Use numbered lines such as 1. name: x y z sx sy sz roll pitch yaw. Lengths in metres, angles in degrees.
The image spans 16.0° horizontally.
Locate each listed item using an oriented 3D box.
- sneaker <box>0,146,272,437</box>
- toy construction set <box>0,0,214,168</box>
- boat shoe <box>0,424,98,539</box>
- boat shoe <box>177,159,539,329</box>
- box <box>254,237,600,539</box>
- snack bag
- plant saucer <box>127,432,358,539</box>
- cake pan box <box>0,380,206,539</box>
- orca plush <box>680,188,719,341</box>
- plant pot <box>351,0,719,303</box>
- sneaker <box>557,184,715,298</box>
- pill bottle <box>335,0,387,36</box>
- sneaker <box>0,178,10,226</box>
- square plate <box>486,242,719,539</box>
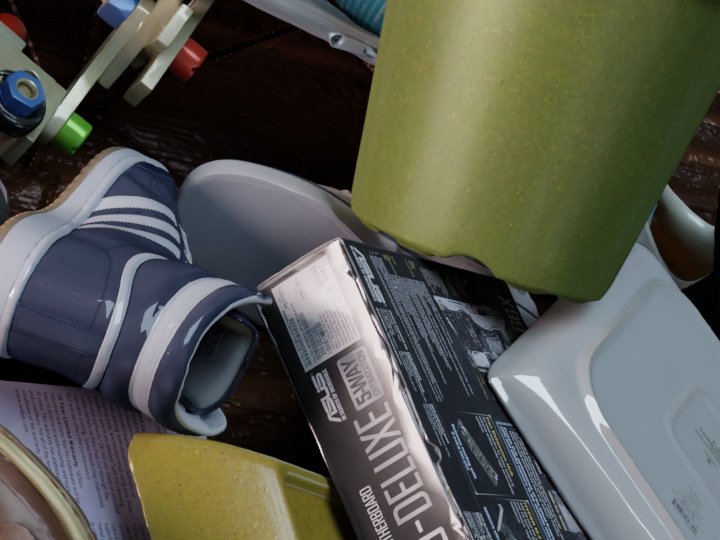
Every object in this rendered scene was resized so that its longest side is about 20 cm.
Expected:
1. sneaker: -0.084 0.009 1.059 0.108 0.071 0.200 22 17 7
2. toy construction set: -0.169 -0.120 1.142 0.199 0.092 0.131 28 41 -2
3. boat shoe: -0.128 0.121 0.900 0.200 0.072 0.068 50 39 2
4. boat shoe: 0.000 0.000 1.199 0.199 0.074 0.066 31 26 -20
5. box: 0.048 0.090 1.070 0.157 0.050 0.201 13 49 -60
6. snack bag: -0.090 -0.165 1.203 0.188 0.021 0.200 24 11 -33
7. plant saucer: 0.006 0.161 1.021 0.200 0.048 0.201 27 38 -53
8. cake pan box: -0.125 0.135 0.983 0.183 0.052 0.201 5 54 -35
9. orca plush: 0.188 0.020 1.267 0.071 0.201 0.106 2 49 13
10. plant pot: 0.083 -0.094 1.123 0.199 0.191 0.200 18 9 -3
11. sneaker: 0.105 -0.033 1.297 0.199 0.081 0.077 29 44 -15
12. pill bottle: 0.038 -0.158 1.261 0.200 0.111 0.111 50 40 8
13. sneaker: -0.189 -0.047 1.057 0.086 0.080 0.202 8 78 -52
14. square plate: 0.151 0.090 1.152 0.201 0.028 0.198 55 28 -2
